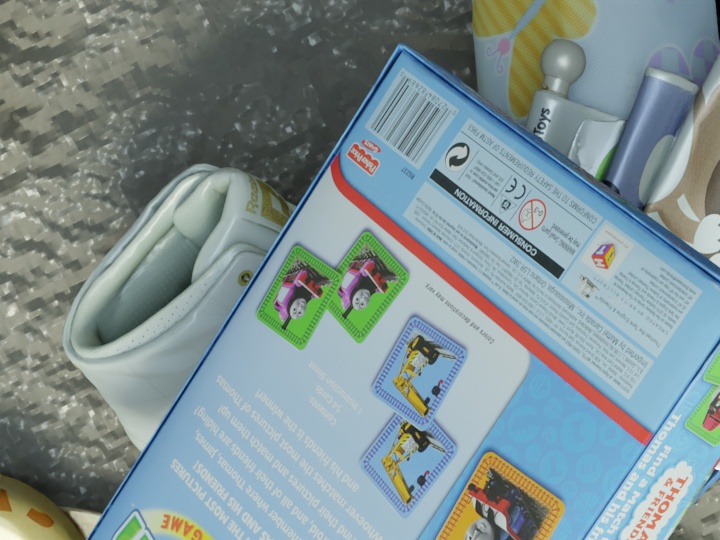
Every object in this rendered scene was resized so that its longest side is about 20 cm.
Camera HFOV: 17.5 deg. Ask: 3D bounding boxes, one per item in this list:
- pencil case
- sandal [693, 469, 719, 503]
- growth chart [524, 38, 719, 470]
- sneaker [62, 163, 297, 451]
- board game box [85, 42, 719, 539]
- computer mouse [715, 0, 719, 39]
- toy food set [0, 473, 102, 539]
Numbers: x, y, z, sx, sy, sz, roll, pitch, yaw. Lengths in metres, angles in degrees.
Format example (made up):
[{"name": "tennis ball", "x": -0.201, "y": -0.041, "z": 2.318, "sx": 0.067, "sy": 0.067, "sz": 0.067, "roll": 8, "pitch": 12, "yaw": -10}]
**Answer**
[{"name": "pencil case", "x": 0.078, "y": -0.072, "z": 0.742, "sx": 0.083, "sy": 0.090, "sz": 0.202, "roll": -13, "pitch": 77, "yaw": 39}, {"name": "sandal", "x": 0.083, "y": 0.072, "z": 0.798, "sx": 0.079, "sy": 0.087, "sz": 0.201, "roll": 31, "pitch": 93, "yaw": 0}, {"name": "growth chart", "x": 0.130, "y": 0.001, "z": 0.673, "sx": 0.198, "sy": 0.018, "sz": 0.146, "roll": 11, "pitch": 88, "yaw": 5}, {"name": "sneaker", "x": 0.000, "y": 0.000, "z": 0.775, "sx": 0.199, "sy": 0.074, "sz": 0.116, "roll": -32, "pitch": 135, "yaw": 3}, {"name": "board game box", "x": 0.009, "y": 0.058, "z": 0.647, "sx": 0.151, "sy": 0.037, "sz": 0.201, "roll": 40, "pitch": 100, "yaw": 42}, {"name": "computer mouse", "x": 0.136, "y": -0.066, "z": 0.752, "sx": 0.034, "sy": 0.200, "sz": 0.059, "roll": -17, "pitch": 136, "yaw": -16}, {"name": "toy food set", "x": -0.110, "y": 0.178, "z": 0.829, "sx": 0.197, "sy": 0.049, "sz": 0.201, "roll": 18, "pitch": 94, "yaw": -1}]
